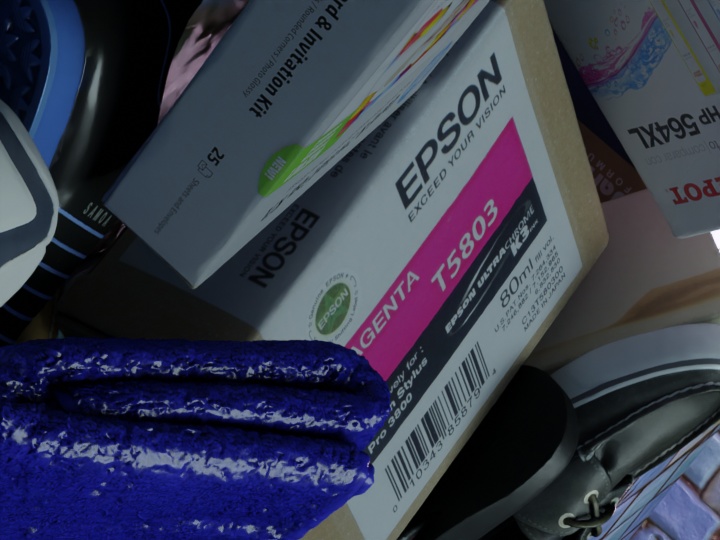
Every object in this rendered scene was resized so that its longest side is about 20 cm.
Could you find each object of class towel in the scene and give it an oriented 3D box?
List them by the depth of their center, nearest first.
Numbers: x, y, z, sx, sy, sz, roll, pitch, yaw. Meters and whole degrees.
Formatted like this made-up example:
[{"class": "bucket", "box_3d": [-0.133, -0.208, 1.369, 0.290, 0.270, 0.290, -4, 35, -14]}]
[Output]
[{"class": "towel", "box_3d": [-0.094, 0.089, 0.658, 0.147, 0.050, 0.200, 1, 148, -38]}]

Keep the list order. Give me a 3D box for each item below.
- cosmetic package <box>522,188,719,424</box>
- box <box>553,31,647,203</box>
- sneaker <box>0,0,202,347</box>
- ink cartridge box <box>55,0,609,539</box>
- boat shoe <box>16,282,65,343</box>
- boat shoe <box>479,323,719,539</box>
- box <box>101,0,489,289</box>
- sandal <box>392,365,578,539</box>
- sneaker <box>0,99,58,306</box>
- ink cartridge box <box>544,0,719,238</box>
[{"class": "cosmetic package", "box_3d": [0.059, 0.042, 0.909, 0.199, 0.071, 0.105, -18, 148, 0]}, {"class": "box", "box_3d": [0.118, -0.101, 0.926, 0.200, 0.121, 0.032, -54, 165, 22]}, {"class": "sneaker", "box_3d": [-0.108, -0.011, 0.636, 0.078, 0.070, 0.200, -19, 148, -51]}, {"class": "ink cartridge box", "box_3d": [0.000, 0.000, 0.779, 0.200, 0.075, 0.165, -53, 147, -21]}, {"class": "boat shoe", "box_3d": [-0.136, 0.069, 0.743, 0.072, 0.076, 0.200, -26, 152, -47]}, {"class": "boat shoe", "box_3d": [0.073, 0.090, 0.865, 0.200, 0.057, 0.069, -30, 145, 19]}, {"class": "box", "box_3d": [0.024, -0.099, 0.593, 0.200, 0.041, 0.156, -48, 179, 37]}, {"class": "sandal", "box_3d": [-0.004, 0.103, 0.837, 0.200, 0.075, 0.045, -42, 134, 12]}, {"class": "sneaker", "box_3d": [-0.179, 0.025, 0.533, 0.199, 0.080, 0.129, -40, 156, 18]}, {"class": "ink cartridge box", "box_3d": [0.156, -0.113, 0.788, 0.125, 0.200, 0.128, -38, -168, -29]}]
